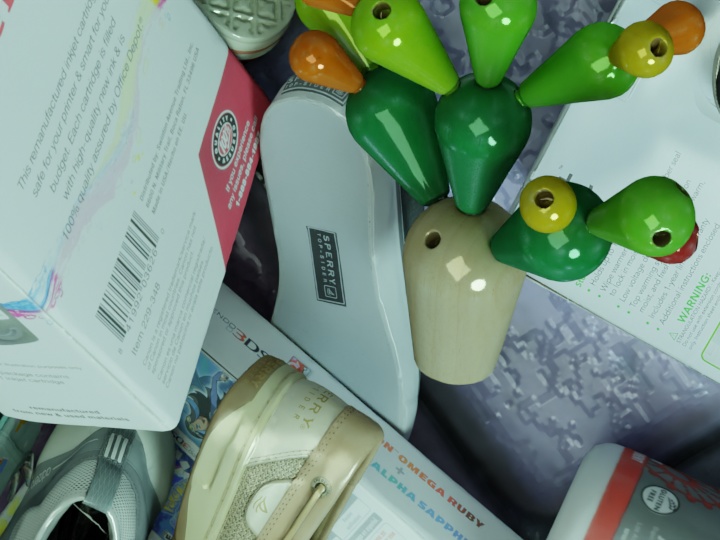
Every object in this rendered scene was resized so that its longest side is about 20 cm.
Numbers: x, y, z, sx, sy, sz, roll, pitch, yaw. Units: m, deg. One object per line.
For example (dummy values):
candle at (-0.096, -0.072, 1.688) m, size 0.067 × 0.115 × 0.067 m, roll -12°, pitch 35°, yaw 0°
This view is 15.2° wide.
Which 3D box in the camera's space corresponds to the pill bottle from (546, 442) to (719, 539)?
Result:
pill bottle at (0.160, 0.158, 1.060) m, size 0.199 × 0.116 × 0.116 m, roll 24°, pitch 113°, yaw 7°

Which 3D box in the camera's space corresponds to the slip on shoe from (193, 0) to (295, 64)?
slip on shoe at (-0.107, -0.156, 1.061) m, size 0.200 × 0.074 × 0.061 m, roll 50°, pitch 143°, yaw 1°

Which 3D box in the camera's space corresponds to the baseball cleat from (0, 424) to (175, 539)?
baseball cleat at (-0.129, 0.138, 1.076) m, size 0.069 × 0.107 × 0.201 m, roll 20°, pitch 129°, yaw 1°

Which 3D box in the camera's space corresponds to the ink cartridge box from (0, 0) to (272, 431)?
ink cartridge box at (-0.123, -0.051, 0.965) m, size 0.085 × 0.148 × 0.200 m, roll 3°, pitch 151°, yaw 30°

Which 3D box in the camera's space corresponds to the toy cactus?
toy cactus at (0.044, -0.039, 0.955) m, size 0.200 × 0.102 × 0.166 m, roll 29°, pitch 131°, yaw 30°

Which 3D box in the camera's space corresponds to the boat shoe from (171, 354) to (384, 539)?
boat shoe at (-0.044, 0.128, 1.048) m, size 0.064 × 0.071 × 0.201 m, roll 26°, pitch 126°, yaw 12°

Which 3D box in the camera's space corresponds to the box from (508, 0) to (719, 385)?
box at (0.171, -0.057, 0.995) m, size 0.176 × 0.097 × 0.201 m, roll 29°, pitch 113°, yaw 6°

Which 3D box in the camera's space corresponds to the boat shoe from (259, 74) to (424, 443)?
boat shoe at (0.000, 0.000, 1.079) m, size 0.068 × 0.057 × 0.201 m, roll 18°, pitch 131°, yaw 23°

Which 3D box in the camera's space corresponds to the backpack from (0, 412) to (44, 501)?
backpack at (-0.210, 0.038, 1.097) m, size 0.175 × 0.153 × 0.201 m, roll 30°, pitch 85°, yaw 6°

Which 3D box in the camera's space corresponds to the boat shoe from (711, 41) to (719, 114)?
boat shoe at (0.215, -0.057, 0.901) m, size 0.199 × 0.060 × 0.074 m, roll 6°, pitch 110°, yaw 12°

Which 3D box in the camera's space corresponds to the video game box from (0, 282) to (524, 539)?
video game box at (-0.052, 0.122, 1.122) m, size 0.182 × 0.047 × 0.200 m, roll 39°, pitch 129°, yaw -1°
